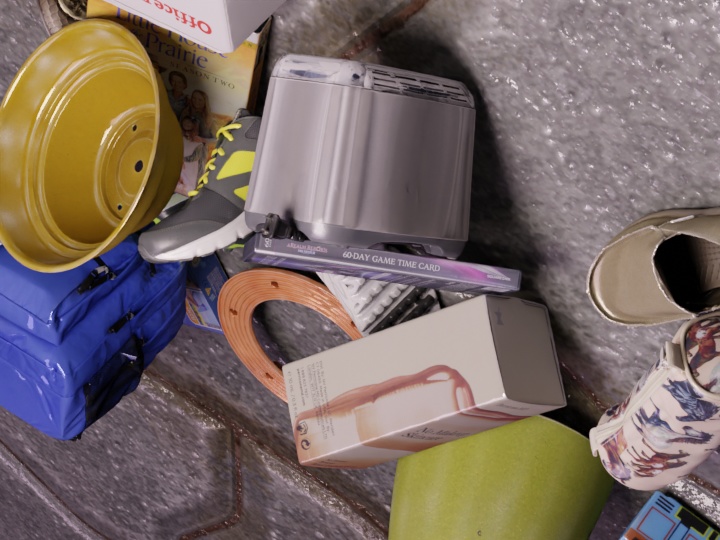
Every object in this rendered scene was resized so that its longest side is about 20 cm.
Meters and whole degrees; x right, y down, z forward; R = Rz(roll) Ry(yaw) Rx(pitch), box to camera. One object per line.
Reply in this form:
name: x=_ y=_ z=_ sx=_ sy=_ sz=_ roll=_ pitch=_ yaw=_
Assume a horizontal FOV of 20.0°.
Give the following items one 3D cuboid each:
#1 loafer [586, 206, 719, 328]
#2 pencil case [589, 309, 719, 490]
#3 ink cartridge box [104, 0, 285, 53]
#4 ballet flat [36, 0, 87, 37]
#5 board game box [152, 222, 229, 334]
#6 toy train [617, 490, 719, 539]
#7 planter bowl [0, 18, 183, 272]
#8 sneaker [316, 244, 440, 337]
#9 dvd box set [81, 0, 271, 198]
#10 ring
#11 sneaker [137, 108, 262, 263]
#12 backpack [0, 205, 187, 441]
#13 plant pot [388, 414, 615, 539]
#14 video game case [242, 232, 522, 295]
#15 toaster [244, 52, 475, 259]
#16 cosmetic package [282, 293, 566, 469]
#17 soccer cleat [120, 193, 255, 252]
loafer: x=0.219 y=-0.004 z=1.402 sx=0.200 sy=0.068 sz=0.076 roll=-22 pitch=92 yaw=52
pencil case: x=0.237 y=0.099 z=1.519 sx=0.089 sy=0.078 sz=0.200 roll=15 pitch=151 yaw=-7
ink cartridge box: x=-0.137 y=-0.274 z=1.460 sx=0.146 sy=0.086 sz=0.200 roll=27 pitch=149 yaw=25
ballet flat: x=-0.194 y=-0.165 z=1.709 sx=0.046 sy=0.067 sz=0.200 roll=-30 pitch=109 yaw=31
board game box: x=-0.201 y=-0.034 z=1.907 sx=0.135 sy=0.034 sz=0.200 roll=13 pitch=139 yaw=40
toy train: x=0.280 y=0.279 z=1.677 sx=0.200 sy=0.114 sz=0.087 roll=36 pitch=154 yaw=10
planter bowl: x=-0.199 y=-0.090 z=1.601 sx=0.200 sy=0.201 sz=0.083 roll=11 pitch=177 yaw=42
sneaker: x=0.000 y=0.000 z=1.696 sx=0.200 sy=0.075 sz=0.081 roll=56 pitch=169 yaw=-30
dvd box set: x=-0.155 y=-0.147 z=1.640 sx=0.146 sy=0.029 sz=0.200 roll=21 pitch=137 yaw=6
ring: x=-0.042 y=0.069 z=1.860 sx=0.200 sy=0.019 sz=0.201 roll=24 pitch=144 yaw=19
sneaker: x=-0.095 y=-0.076 z=1.583 sx=0.085 sy=0.200 sz=0.074 roll=60 pitch=163 yaw=-10
backpack: x=-0.244 y=0.023 z=1.802 sx=0.162 sy=0.200 sz=0.168 roll=33 pitch=139 yaw=17
plant pot: x=0.098 y=0.235 z=1.693 sx=0.186 sy=0.201 sz=0.187 roll=16 pitch=157 yaw=7
video game case: x=0.013 y=-0.003 z=1.558 sx=0.199 sy=0.019 sz=0.143 roll=9 pitch=176 yaw=-6
toaster: x=-0.001 y=-0.082 z=1.454 sx=0.113 sy=0.200 sz=0.130 roll=10 pitch=94 yaw=42
cosmetic package: x=0.049 y=0.091 z=1.616 sx=0.200 sy=0.103 sz=0.088 roll=-22 pitch=71 yaw=32
soccer cleat: x=-0.170 y=-0.080 z=1.771 sx=0.199 sy=0.081 sz=0.068 roll=24 pitch=-169 yaw=-10
